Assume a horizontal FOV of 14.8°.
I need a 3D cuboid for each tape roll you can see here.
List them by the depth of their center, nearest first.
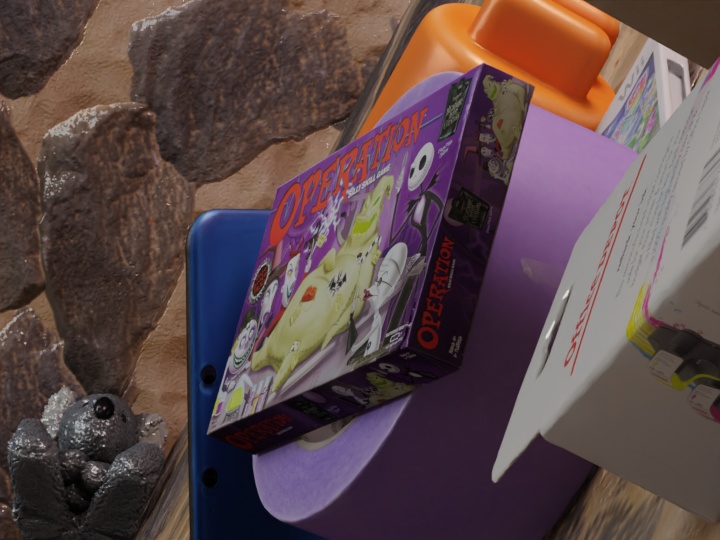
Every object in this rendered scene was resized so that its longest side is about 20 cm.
[{"bbox_3d":[0.037,0.024,1.148,0.200,0.085,0.200,-55,23,36],"label":"tape roll"}]

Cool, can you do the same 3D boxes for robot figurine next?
[{"bbox_3d":[0.055,-0.054,1.398,0.200,0.116,0.144,-61,37,23],"label":"robot figurine"}]

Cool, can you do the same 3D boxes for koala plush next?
[{"bbox_3d":[-0.314,0.218,3.207,0.200,0.177,0.184,-81,2,-51],"label":"koala plush"}]

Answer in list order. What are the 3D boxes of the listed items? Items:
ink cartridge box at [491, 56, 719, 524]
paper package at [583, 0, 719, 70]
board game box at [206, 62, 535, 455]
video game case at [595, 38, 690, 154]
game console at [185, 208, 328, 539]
[{"bbox_3d":[0.119,-0.005,0.843,0.200,0.068,0.115,-54,10,54],"label":"ink cartridge box"},{"bbox_3d":[0.127,-0.179,0.947,0.200,0.190,0.104,-54,11,52],"label":"paper package"},{"bbox_3d":[0.000,0.000,1.108,0.200,0.032,0.120,-28,39,62],"label":"board game box"},{"bbox_3d":[0.109,-0.021,1.255,0.143,0.018,0.200,-62,6,21],"label":"video game case"},{"bbox_3d":[-0.042,0.072,1.294,0.171,0.118,0.201,179,91,-74],"label":"game console"}]
